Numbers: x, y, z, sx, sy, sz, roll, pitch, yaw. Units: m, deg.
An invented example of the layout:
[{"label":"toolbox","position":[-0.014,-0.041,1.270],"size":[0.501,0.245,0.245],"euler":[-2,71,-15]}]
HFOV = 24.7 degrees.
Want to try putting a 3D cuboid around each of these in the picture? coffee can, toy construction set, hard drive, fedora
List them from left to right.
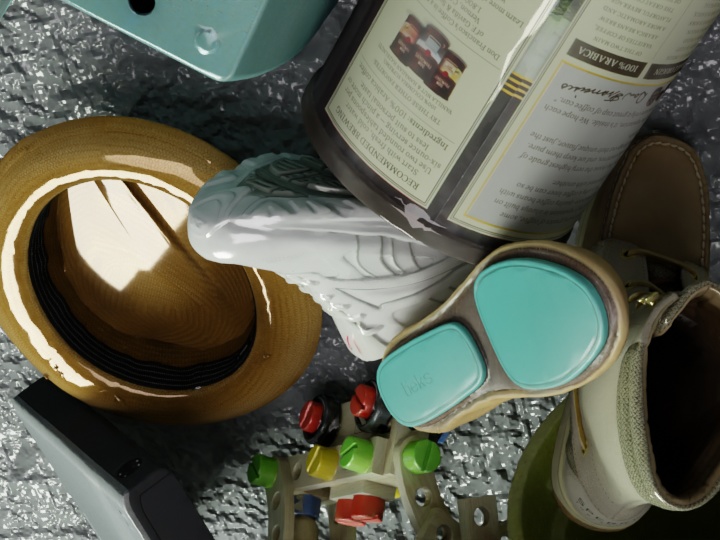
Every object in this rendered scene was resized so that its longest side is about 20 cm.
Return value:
[{"label":"hard drive","position":[-0.123,0.142,0.923],"size":[0.033,0.200,0.140],"euler":[-35,114,-17]},{"label":"fedora","position":[-0.108,-0.010,0.881],"size":[0.198,0.082,0.202],"euler":[4,127,6]},{"label":"toy construction set","position":[0.002,0.135,0.905],"size":[0.092,0.133,0.199],"euler":[25,157,-38]},{"label":"coffee can","position":[0.081,-0.123,0.738],"size":[0.145,0.147,0.201],"euler":[29,121,-6]}]

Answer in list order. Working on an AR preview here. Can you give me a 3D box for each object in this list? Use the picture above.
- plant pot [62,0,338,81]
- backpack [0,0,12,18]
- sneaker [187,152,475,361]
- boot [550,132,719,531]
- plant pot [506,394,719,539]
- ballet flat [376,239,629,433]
[{"label":"plant pot","position":[-0.057,-0.176,0.704],"size":[0.140,0.201,0.142],"euler":[27,122,-4]},{"label":"backpack","position":[-0.262,-0.167,0.785],"size":[0.199,0.154,0.176],"euler":[36,115,-18]},{"label":"sneaker","position":[0.000,0.000,0.805],"size":[0.198,0.078,0.100],"euler":[2,112,-37]},{"label":"boot","position":[0.143,0.017,0.759],"size":[0.071,0.155,0.202],"euler":[12,78,-3]},{"label":"plant pot","position":[0.198,0.169,0.874],"size":[0.198,0.201,0.185],"euler":[-12,129,18]},{"label":"ballet flat","position":[0.073,0.024,0.741],"size":[0.200,0.063,0.069],"euler":[-28,84,60]}]
